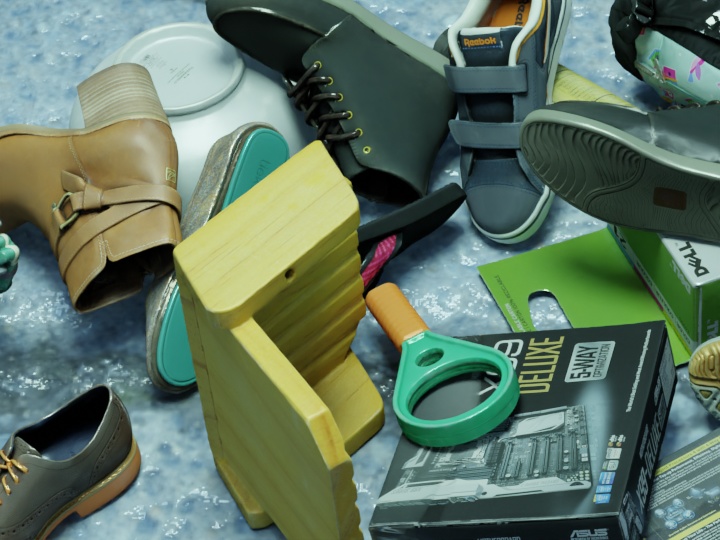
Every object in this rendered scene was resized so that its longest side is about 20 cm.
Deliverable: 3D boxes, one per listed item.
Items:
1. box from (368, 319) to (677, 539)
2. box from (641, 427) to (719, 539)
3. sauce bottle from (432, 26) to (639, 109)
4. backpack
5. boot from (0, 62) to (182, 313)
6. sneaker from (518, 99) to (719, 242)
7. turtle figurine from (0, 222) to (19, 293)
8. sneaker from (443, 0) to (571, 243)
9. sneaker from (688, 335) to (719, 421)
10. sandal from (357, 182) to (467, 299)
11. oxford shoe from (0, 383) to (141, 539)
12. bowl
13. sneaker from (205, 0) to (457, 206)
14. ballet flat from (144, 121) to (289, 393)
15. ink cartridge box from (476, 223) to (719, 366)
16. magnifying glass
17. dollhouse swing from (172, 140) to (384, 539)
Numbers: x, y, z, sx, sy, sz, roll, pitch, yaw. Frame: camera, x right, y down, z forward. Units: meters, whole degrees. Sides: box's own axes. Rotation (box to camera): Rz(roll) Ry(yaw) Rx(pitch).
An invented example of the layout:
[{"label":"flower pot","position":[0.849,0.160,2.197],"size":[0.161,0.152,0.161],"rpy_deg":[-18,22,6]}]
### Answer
[{"label":"box","position":[0.104,0.111,1.629],"size":[0.157,0.050,0.200],"rpy_deg":[-4,32,20]},{"label":"box","position":[0.212,0.184,1.590],"size":[0.199,0.049,0.161],"rpy_deg":[-27,50,-18]},{"label":"sauce bottle","position":[0.134,-0.117,1.890],"size":[0.065,0.065,0.200],"rpy_deg":[-37,50,-27]},{"label":"backpack","position":[0.295,-0.155,1.863],"size":[0.167,0.127,0.200],"rpy_deg":[-40,54,-15]},{"label":"boot","position":[-0.200,-0.032,1.810],"size":[0.199,0.077,0.156],"rpy_deg":[-29,57,22]},{"label":"sneaker","position":[0.210,-0.082,1.739],"size":[0.199,0.075,0.106],"rpy_deg":[18,45,12]},{"label":"turtle figurine","position":[-0.285,0.008,1.779],"size":[0.149,0.101,0.201],"rpy_deg":[-6,65,26]},{"label":"sneaker","position":[0.096,-0.123,1.829],"size":[0.078,0.079,0.201],"rpy_deg":[-1,77,31]},{"label":"sneaker","position":[0.310,0.058,1.699],"size":[0.199,0.076,0.088],"rpy_deg":[0,30,2]},{"label":"sandal","position":[0.000,0.000,1.788],"size":[0.199,0.075,0.045],"rpy_deg":[-27,79,-27]},{"label":"oxford shoe","position":[-0.227,0.143,1.666],"size":[0.071,0.073,0.200],"rpy_deg":[31,56,31]},{"label":"bowl","position":[-0.126,-0.115,1.899],"size":[0.200,0.091,0.202],"rpy_deg":[-3,45,3]},{"label":"sneaker","position":[-0.024,-0.127,1.840],"size":[0.199,0.075,0.107],"rpy_deg":[23,63,-16]},{"label":"ballet flat","position":[-0.105,-0.008,1.799],"size":[0.067,0.068,0.201],"rpy_deg":[0,61,54]},{"label":"ink cartridge box","position":[0.195,-0.010,1.765],"size":[0.199,0.076,0.148],"rpy_deg":[-17,46,-12]},{"label":"magnifying glass","position":[0.043,0.056,1.681],"size":[0.079,0.022,0.200],"rpy_deg":[-27,26,-6]},{"label":"dollhouse swing","position":[-0.011,0.069,1.623],"size":[0.175,0.201,0.182],"rpy_deg":[31,56,33]}]
